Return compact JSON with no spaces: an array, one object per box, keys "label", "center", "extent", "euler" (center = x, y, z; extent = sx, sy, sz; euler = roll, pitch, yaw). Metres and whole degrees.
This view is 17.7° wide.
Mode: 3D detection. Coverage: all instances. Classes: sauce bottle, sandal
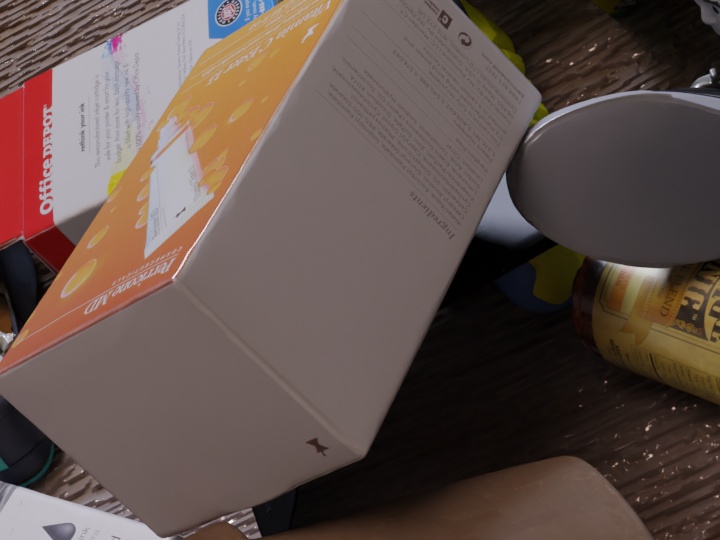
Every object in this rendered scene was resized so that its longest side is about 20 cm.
[{"label":"sauce bottle","center":[0.177,0.032,0.934],"extent":[0.200,0.066,0.066],"euler":[18,69,42]},{"label":"sandal","center":[0.052,-0.046,1.084],"extent":[0.087,0.079,0.200],"euler":[-46,39,21]}]

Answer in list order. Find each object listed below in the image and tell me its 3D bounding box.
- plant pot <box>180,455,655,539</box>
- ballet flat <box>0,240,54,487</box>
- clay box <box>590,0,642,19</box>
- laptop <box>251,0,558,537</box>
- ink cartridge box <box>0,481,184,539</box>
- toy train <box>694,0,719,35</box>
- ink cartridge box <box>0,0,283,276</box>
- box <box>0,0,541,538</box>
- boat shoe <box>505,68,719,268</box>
[{"label":"plant pot","center":[0.033,0.156,0.869],"extent":[0.174,0.200,0.200],"euler":[-29,43,-10]},{"label":"ballet flat","center":[-0.203,0.026,1.207],"extent":[0.073,0.073,0.200],"euler":[-32,44,11]},{"label":"clay box","center":[0.141,-0.172,1.058],"extent":[0.115,0.200,0.048],"euler":[-35,80,12]},{"label":"laptop","center":[0.000,0.000,1.060],"extent":[0.200,0.116,0.187],"euler":[-29,45,6]},{"label":"ink cartridge box","center":[-0.163,0.177,1.051],"extent":[0.200,0.085,0.146],"euler":[9,63,41]},{"label":"toy train","center":[0.228,-0.160,1.007],"extent":[0.200,0.114,0.085],"euler":[-41,43,2]},{"label":"ink cartridge box","center":[-0.111,-0.063,1.210],"extent":[0.200,0.067,0.116],"euler":[-24,46,19]},{"label":"box","center":[-0.032,-0.014,0.886],"extent":[0.124,0.097,0.200],"euler":[-27,27,45]},{"label":"boat shoe","center":[0.150,-0.048,0.955],"extent":[0.199,0.074,0.068],"euler":[-10,14,-13]}]
